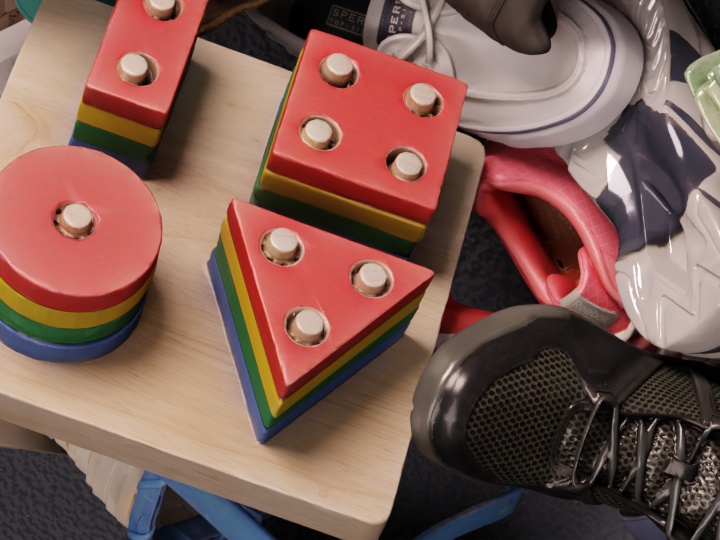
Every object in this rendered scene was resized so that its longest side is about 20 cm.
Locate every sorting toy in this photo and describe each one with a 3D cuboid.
[{"bbox_3d":[-0.056,-0.020,0.989,0.199,0.199,0.070,20,143,-4],"label":"sorting toy"}]

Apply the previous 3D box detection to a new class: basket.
[{"bbox_3d":[-0.039,0.070,1.146,0.200,0.176,0.139,38,118,19],"label":"basket"}]

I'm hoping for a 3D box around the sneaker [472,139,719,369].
[{"bbox_3d":[0.116,0.017,1.104,0.200,0.087,0.074,46,121,1],"label":"sneaker"}]

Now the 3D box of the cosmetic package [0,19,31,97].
[{"bbox_3d":[-0.157,-0.062,1.134,0.050,0.200,0.083,-3,109,24],"label":"cosmetic package"}]

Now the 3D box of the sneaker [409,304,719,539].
[{"bbox_3d":[0.115,0.070,0.990,0.114,0.199,0.077,28,99,48],"label":"sneaker"}]

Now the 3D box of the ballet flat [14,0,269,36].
[{"bbox_3d":[-0.061,-0.138,1.074,0.199,0.072,0.068,-12,98,41],"label":"ballet flat"}]

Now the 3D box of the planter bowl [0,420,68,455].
[{"bbox_3d":[-0.230,0.011,1.218,0.199,0.200,0.135,6,86,22],"label":"planter bowl"}]

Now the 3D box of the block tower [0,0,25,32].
[{"bbox_3d":[-0.191,-0.157,1.198,0.054,0.058,0.201,7,114,22],"label":"block tower"}]

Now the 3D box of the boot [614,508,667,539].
[{"bbox_3d":[0.177,0.125,1.076,0.097,0.075,0.200,45,158,-5],"label":"boot"}]

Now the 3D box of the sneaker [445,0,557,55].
[{"bbox_3d":[0.104,-0.167,0.978,0.091,0.076,0.200,43,118,-7],"label":"sneaker"}]

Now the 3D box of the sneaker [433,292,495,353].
[{"bbox_3d":[0.000,0.000,1.073,0.078,0.199,0.116,-40,54,50],"label":"sneaker"}]

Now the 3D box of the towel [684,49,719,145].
[{"bbox_3d":[0.218,-0.018,1.017,0.023,0.152,0.201,-8,109,56],"label":"towel"}]

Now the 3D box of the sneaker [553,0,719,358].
[{"bbox_3d":[0.157,-0.048,1.072,0.079,0.129,0.200,-43,51,32],"label":"sneaker"}]

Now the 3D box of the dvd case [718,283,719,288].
[{"bbox_3d":[0.237,0.030,0.998,0.022,0.200,0.147,-4,110,56],"label":"dvd case"}]

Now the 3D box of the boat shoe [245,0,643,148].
[{"bbox_3d":[0.028,-0.099,1.073,0.199,0.065,0.074,11,87,41],"label":"boat shoe"}]
